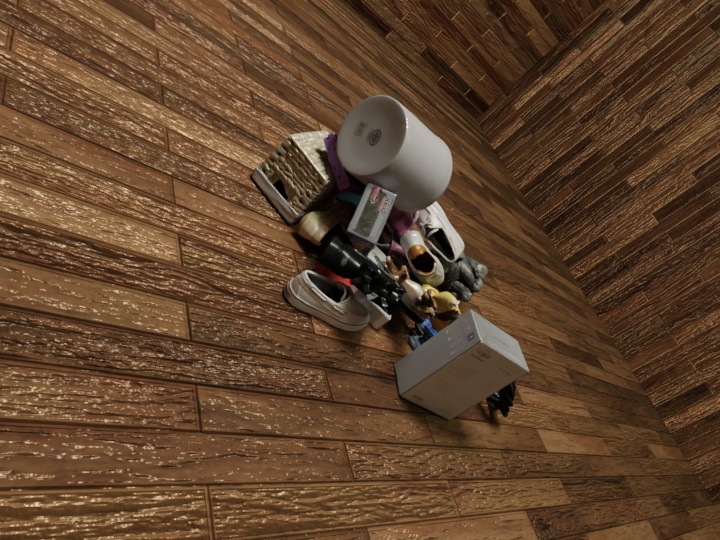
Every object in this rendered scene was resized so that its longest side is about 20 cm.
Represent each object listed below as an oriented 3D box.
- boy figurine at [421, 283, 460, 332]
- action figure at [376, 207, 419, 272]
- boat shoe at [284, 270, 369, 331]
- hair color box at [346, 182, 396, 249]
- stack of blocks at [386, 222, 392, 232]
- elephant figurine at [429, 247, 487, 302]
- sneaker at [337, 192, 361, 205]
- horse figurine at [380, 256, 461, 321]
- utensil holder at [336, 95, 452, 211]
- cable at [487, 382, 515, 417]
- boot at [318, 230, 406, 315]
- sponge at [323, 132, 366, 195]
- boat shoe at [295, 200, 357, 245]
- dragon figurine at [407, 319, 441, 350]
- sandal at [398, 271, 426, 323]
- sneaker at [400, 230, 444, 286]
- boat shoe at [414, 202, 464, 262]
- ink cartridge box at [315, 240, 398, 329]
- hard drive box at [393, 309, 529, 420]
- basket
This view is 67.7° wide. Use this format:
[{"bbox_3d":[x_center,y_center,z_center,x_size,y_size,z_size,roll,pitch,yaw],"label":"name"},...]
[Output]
[{"bbox_3d":[0.193,0.100,1.235,0.064,0.125,0.201,-22,59,-31],"label":"boy figurine"},{"bbox_3d":[0.110,-0.091,1.293,0.133,0.147,0.203,-27,105,-56],"label":"action figure"},{"bbox_3d":[-0.043,0.055,0.968,0.199,0.065,0.074,22,38,-44],"label":"boat shoe"},{"bbox_3d":[0.021,-0.103,1.074,0.060,0.100,0.200,24,0,1],"label":"hair color box"},{"bbox_3d":[0.062,-0.214,1.378,0.116,0.058,0.202,-98,166,-52],"label":"stack of blocks"},{"bbox_3d":[0.225,-0.020,1.410,0.199,0.143,0.155,35,-13,-12],"label":"elephant figurine"},{"bbox_3d":[-0.048,-0.242,1.318,0.200,0.079,0.132,41,29,-40],"label":"sneaker"},{"bbox_3d":[0.106,0.041,1.054,0.200,0.050,0.133,43,-6,15],"label":"horse figurine"},{"bbox_3d":[0.070,-0.227,1.067,0.199,0.169,0.172,20,39,-57],"label":"utensil holder"},{"bbox_3d":[0.306,0.230,1.219,0.050,0.163,0.203,-13,76,-17],"label":"cable"},{"bbox_3d":[0.006,0.002,1.004,0.161,0.074,0.198,35,6,-4],"label":"boot"},{"bbox_3d":[-0.007,-0.215,1.130,0.199,0.029,0.113,-4,76,-66],"label":"sponge"},{"bbox_3d":[-0.054,-0.092,1.120,0.064,0.072,0.199,41,34,14],"label":"boat shoe"},{"bbox_3d":[0.141,0.143,1.151,0.201,0.059,0.100,50,26,-6],"label":"dragon figurine"},{"bbox_3d":[0.114,0.044,1.164,0.075,0.048,0.201,33,23,-13],"label":"sandal"},{"bbox_3d":[0.150,-0.002,1.247,0.200,0.072,0.085,47,16,-47],"label":"sneaker"},{"bbox_3d":[0.175,-0.105,1.315,0.201,0.072,0.066,53,36,-8],"label":"boat shoe"},{"bbox_3d":[0.000,0.000,1.127,0.176,0.045,0.201,44,27,-16],"label":"ink cartridge box"},{"bbox_3d":[0.188,0.185,1.017,0.155,0.199,0.077,32,31,-33],"label":"hard drive box"},{"bbox_3d":[-0.107,-0.202,1.122,0.136,0.123,0.200,51,27,0],"label":"basket"}]
